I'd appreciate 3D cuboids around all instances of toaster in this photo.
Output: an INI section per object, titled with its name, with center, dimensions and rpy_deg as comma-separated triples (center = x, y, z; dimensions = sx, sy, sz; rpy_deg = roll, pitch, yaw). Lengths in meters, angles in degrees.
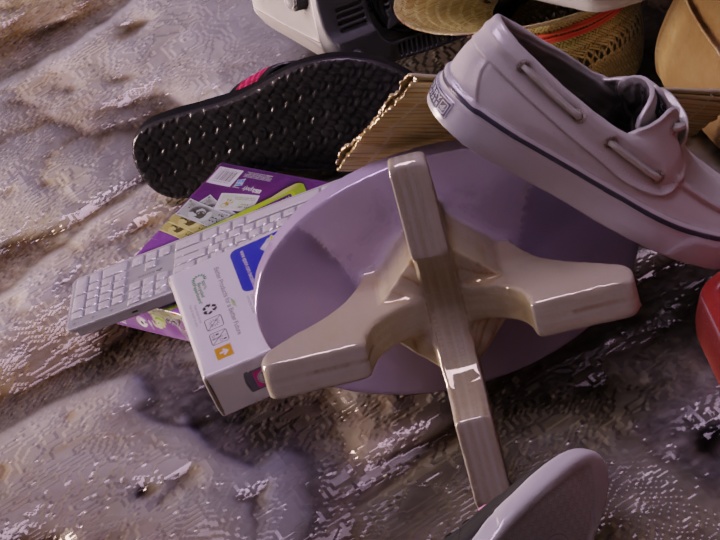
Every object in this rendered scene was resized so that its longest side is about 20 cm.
[toaster]
center = 0.020, -0.204, 1.775
dimensions = 0.199, 0.114, 0.129
rpy_deg = -24, 27, -26

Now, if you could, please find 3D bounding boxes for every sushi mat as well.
[sushi mat]
center = 0.091, -0.074, 1.494
dimensions = 0.096, 0.199, 0.012
rpy_deg = -43, 53, 54

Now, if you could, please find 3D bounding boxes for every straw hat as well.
[straw hat]
center = 0.123, -0.143, 1.661
dimensions = 0.200, 0.085, 0.201
rpy_deg = -15, 25, 7

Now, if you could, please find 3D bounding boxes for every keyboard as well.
[keyboard]
center = -0.076, -0.013, 1.641
dimensions = 0.199, 0.011, 0.056
rpy_deg = -20, 35, 12

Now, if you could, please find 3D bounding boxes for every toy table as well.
[toy table]
center = 0.045, 0.013, 1.439
dimensions = 0.199, 0.184, 0.117
rpy_deg = -25, 19, 6

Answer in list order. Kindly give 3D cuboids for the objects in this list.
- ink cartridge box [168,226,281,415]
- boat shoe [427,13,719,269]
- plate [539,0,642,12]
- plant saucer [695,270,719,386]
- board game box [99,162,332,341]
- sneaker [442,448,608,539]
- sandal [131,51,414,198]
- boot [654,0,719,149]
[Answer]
[ink cartridge box]
center = 0.000, 0.000, 1.548
dimensions = 0.199, 0.037, 0.095
rpy_deg = -26, 39, 1
[boat shoe]
center = 0.128, -0.066, 1.418
dimensions = 0.066, 0.199, 0.072
rpy_deg = -53, 24, 24
[plate]
center = 0.149, -0.194, 1.607
dimensions = 0.199, 0.032, 0.199
rpy_deg = -30, 26, -24
[plant saucer]
center = 0.248, 0.011, 1.354
dimensions = 0.200, 0.037, 0.200
rpy_deg = -41, 31, 16
[board game box]
center = -0.043, -0.002, 1.636
dimensions = 0.199, 0.032, 0.120
rpy_deg = 12, 47, 44
[sneaker]
center = 0.027, 0.145, 1.350
dimensions = 0.099, 0.071, 0.200
rpy_deg = 23, 61, 43
[sandal]
center = -0.045, -0.093, 1.724
dimensions = 0.199, 0.075, 0.045
rpy_deg = -11, 26, 27
[boot]
center = 0.225, -0.123, 1.515
dimensions = 0.176, 0.066, 0.200
rpy_deg = -62, 25, 25
